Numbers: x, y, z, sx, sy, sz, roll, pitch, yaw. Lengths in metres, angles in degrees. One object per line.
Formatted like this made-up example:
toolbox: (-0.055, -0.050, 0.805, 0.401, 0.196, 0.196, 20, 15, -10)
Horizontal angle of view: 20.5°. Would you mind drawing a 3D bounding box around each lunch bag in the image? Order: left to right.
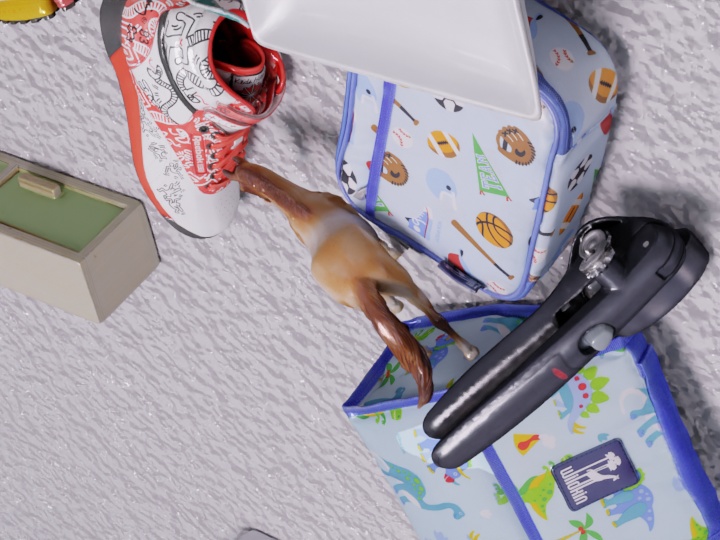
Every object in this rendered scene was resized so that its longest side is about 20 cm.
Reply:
lunch bag: (0.058, -0.080, 1.147, 0.160, 0.076, 0.200, 33, 144, 17)
lunch bag: (0.117, 0.114, 1.268, 0.200, 0.127, 0.170, -11, 118, 34)

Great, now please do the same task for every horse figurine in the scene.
horse figurine: (0.000, 0.000, 1.223, 0.133, 0.050, 0.200, 40, -170, -35)

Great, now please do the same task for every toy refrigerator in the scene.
toy refrigerator: (-0.256, -0.036, 1.508, 0.200, 0.076, 0.070, 19, 140, 31)

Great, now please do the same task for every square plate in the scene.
square plate: (0.004, -0.183, 1.015, 0.198, 0.028, 0.200, 20, 138, 35)

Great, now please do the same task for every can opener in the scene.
can opener: (0.112, 0.044, 1.140, 0.200, 0.063, 0.079, -43, 114, 13)

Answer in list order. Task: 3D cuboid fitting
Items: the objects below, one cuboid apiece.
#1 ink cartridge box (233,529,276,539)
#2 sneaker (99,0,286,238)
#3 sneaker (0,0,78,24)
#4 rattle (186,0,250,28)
ink cartridge box: (-0.051, 0.335, 1.705, 0.145, 0.084, 0.200, 21, 141, 29)
sneaker: (-0.094, -0.094, 1.288, 0.108, 0.067, 0.202, 16, 136, 37)
sneaker: (-0.259, -0.211, 1.327, 0.200, 0.078, 0.082, -3, 123, 35)
rattle: (-0.158, -0.186, 1.209, 0.200, 0.130, 0.143, 24, 132, -19)
